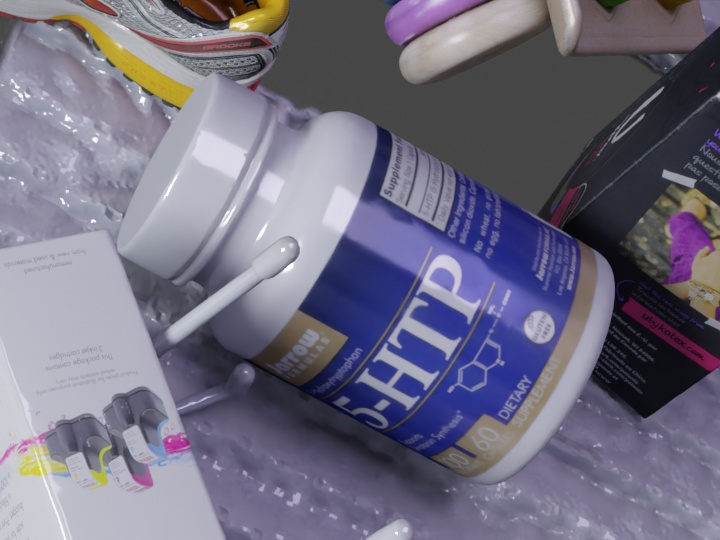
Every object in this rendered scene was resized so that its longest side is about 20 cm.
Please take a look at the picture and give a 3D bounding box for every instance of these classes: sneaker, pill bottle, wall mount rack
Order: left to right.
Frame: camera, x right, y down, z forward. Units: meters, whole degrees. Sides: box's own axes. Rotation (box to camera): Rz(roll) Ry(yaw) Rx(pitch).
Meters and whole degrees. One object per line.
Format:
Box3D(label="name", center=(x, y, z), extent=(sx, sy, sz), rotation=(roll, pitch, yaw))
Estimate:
Box3D(label="sneaker", center=(-0.120, -0.152, 1.062), extent=(0.200, 0.082, 0.078), rotation=(26, 54, -15))
Box3D(label="wall mount rack", center=(-0.044, 0.080, 0.921), extent=(0.074, 0.174, 0.200), rotation=(-20, 75, -12))
Box3D(label="pill bottle", center=(0.000, 0.000, 1.024), extent=(0.200, 0.120, 0.120), rotation=(28, 53, -13))

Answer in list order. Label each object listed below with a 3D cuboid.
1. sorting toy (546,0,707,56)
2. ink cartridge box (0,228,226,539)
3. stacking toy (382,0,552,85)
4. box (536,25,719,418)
Box3D(label="sorting toy", center=(0.128, -0.202, 1.183), extent=(0.200, 0.036, 0.186), rotation=(-9, 85, -62))
Box3D(label="ink cartridge box", center=(-0.113, 0.101, 0.906), extent=(0.068, 0.115, 0.201), rotation=(-11, 71, -33))
Box3D(label="stacking toy", center=(0.021, -0.197, 1.145), extent=(0.085, 0.085, 0.201), rotation=(-25, 90, -37))
Box3D(label="box", center=(0.171, -0.038, 1.094), extent=(0.106, 0.200, 0.122), rotation=(41, 51, -5))
